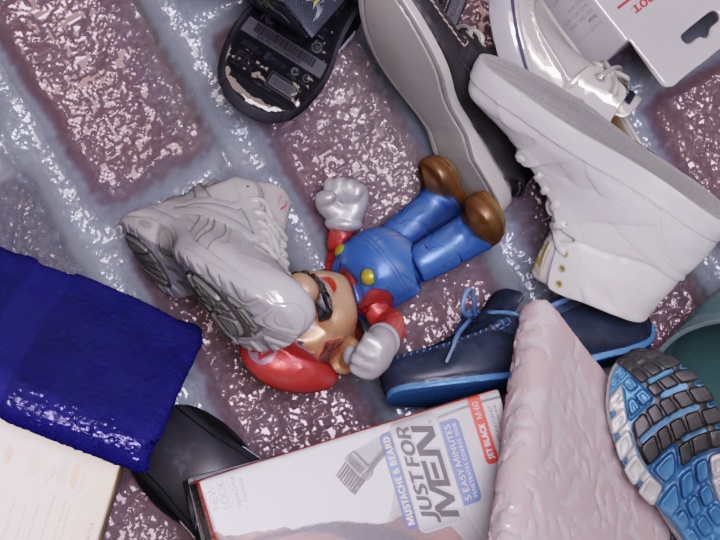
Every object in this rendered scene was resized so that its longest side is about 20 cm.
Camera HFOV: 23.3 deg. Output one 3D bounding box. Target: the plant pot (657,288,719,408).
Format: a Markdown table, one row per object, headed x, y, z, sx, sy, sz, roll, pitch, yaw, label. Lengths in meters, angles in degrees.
| x | y | z | sx | sy | sz | roll | pitch | yaw | label |
| --- | --- | --- | --- | --- | --- | --- | --- | --- | --- |
| 0.310 | 0.068 | 1.167 | 0.200 | 0.200 | 0.134 | 41 | 55 | 0 | plant pot |

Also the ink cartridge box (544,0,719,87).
| x | y | z | sx | sy | sz | roll | pitch | yaw | label |
| --- | --- | --- | --- | --- | --- | --- | --- | --- | --- |
| 0.172 | -0.220 | 1.218 | 0.116 | 0.067 | 0.200 | -37 | 89 | -26 | ink cartridge box |

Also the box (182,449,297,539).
| x | y | z | sx | sy | sz | roll | pitch | yaw | label |
| --- | --- | --- | --- | --- | --- | --- | --- | --- | --- |
| -0.002 | 0.190 | 1.143 | 0.198 | 0.044 | 0.162 | -12 | 83 | -13 | box |

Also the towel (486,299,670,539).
| x | y | z | sx | sy | sz | roll | pitch | yaw | label |
| --- | --- | --- | --- | --- | --- | --- | --- | --- | --- |
| 0.142 | 0.150 | 1.112 | 0.191 | 0.032 | 0.201 | 49 | 36 | -34 | towel |

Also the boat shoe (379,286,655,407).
| x | y | z | sx | sy | sz | roll | pitch | yaw | label |
| --- | --- | --- | --- | --- | --- | --- | --- | --- | --- |
| 0.102 | 0.046 | 1.202 | 0.199 | 0.084 | 0.069 | -10 | 77 | -23 | boat shoe |

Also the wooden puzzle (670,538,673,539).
| x | y | z | sx | sy | sz | roll | pitch | yaw | label |
| --- | --- | --- | --- | --- | --- | --- | --- | --- | --- |
| 0.120 | 0.236 | 1.198 | 0.185 | 0.037 | 0.200 | 38 | 77 | 0 | wooden puzzle |

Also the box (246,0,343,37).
| x | y | z | sx | sy | sz | roll | pitch | yaw | label |
| --- | --- | --- | --- | --- | --- | --- | --- | --- | --- |
| -0.057 | -0.264 | 1.170 | 0.200 | 0.051 | 0.158 | 35 | 83 | 36 | box |

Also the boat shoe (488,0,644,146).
| x | y | z | sx | sy | sz | roll | pitch | yaw | label |
| --- | --- | --- | --- | --- | --- | --- | --- | --- | --- |
| 0.157 | -0.113 | 1.189 | 0.069 | 0.071 | 0.201 | -19 | 106 | 32 | boat shoe |

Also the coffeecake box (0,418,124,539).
| x | y | z | sx | sy | sz | roll | pitch | yaw | label |
| --- | --- | --- | --- | --- | --- | --- | --- | --- | --- |
| -0.268 | 0.160 | 1.144 | 0.199 | 0.073 | 0.155 | 17 | 86 | -4 | coffeecake box |

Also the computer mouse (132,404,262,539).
| x | y | z | sx | sy | sz | roll | pitch | yaw | label |
| --- | --- | --- | --- | --- | --- | --- | --- | --- | --- |
| -0.051 | 0.150 | 1.182 | 0.140 | 0.046 | 0.200 | -43 | 89 | -7 | computer mouse |

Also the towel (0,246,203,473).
| x | y | z | sx | sy | sz | roll | pitch | yaw | label |
| --- | --- | --- | --- | --- | --- | --- | --- | --- | --- |
| -0.212 | 0.054 | 1.144 | 0.199 | 0.148 | 0.050 | 21 | 125 | -1 | towel |

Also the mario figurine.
| x | y | z | sx | sy | sz | roll | pitch | yaw | label |
| --- | --- | --- | --- | --- | --- | --- | --- | --- | --- |
| 0.000 | 0.000 | 1.169 | 0.200 | 0.123 | 0.106 | -40 | 105 | -12 | mario figurine |

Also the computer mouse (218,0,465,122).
| x | y | z | sx | sy | sz | roll | pitch | yaw | label |
| --- | --- | --- | --- | --- | --- | --- | --- | --- | --- |
| -0.008 | -0.177 | 1.219 | 0.140 | 0.046 | 0.201 | 26 | 77 | -7 | computer mouse |

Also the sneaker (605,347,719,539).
| x | y | z | sx | sy | sz | roll | pitch | yaw | label |
| --- | --- | --- | --- | --- | --- | --- | --- | --- | --- |
| 0.217 | 0.141 | 1.161 | 0.075 | 0.087 | 0.201 | -29 | 95 | -2 | sneaker |

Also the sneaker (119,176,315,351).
| x | y | z | sx | sy | sz | roll | pitch | yaw | label |
| --- | --- | --- | --- | --- | --- | --- | --- | --- | --- |
| -0.078 | -0.019 | 1.136 | 0.099 | 0.200 | 0.078 | -39 | 127 | -16 | sneaker |

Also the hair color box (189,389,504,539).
| x | y | z | sx | sy | sz | roll | pitch | yaw | label |
| --- | --- | --- | --- | --- | --- | --- | --- | --- | --- |
| 0.005 | 0.156 | 1.095 | 0.199 | 0.064 | 0.112 | -16 | 85 | -12 | hair color box |

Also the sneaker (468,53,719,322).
| x | y | z | sx | sy | sz | roll | pitch | yaw | label |
| --- | --- | --- | --- | --- | --- | --- | --- | --- | --- |
| 0.132 | -0.045 | 1.148 | 0.199 | 0.074 | 0.116 | 35 | 114 | -3 | sneaker |

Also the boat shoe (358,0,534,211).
| x | y | z | sx | sy | sz | roll | pitch | yaw | label |
| --- | --- | --- | --- | --- | --- | --- | --- | --- | --- |
| 0.066 | -0.129 | 1.180 | 0.060 | 0.074 | 0.201 | -43 | 120 | -18 | boat shoe |
